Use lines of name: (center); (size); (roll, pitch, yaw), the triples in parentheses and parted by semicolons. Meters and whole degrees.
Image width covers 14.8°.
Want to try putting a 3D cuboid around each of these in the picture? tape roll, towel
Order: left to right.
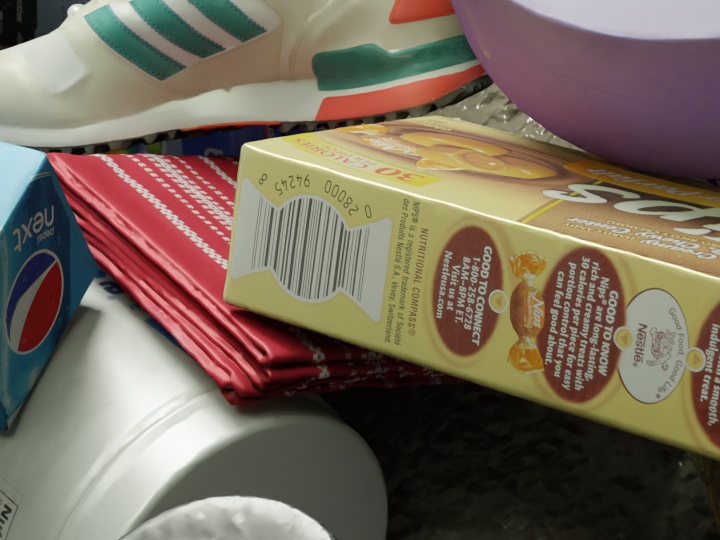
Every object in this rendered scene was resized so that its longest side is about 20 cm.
towel: (0.000, 0.000, 0.946); (0.199, 0.023, 0.145); (0, 30, -41)
tape roll: (0.114, -0.136, 0.868); (0.198, 0.085, 0.201); (-7, 62, 13)

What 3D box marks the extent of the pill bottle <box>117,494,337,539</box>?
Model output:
pill bottle: (-0.011, 0.154, 0.773); (0.111, 0.201, 0.112); (-11, 47, 13)

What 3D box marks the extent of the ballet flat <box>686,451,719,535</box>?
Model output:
ballet flat: (0.140, 0.059, 0.886); (0.070, 0.071, 0.201); (-14, 47, 10)

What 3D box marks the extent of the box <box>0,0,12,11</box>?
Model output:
box: (-0.135, -0.190, 1.017); (0.200, 0.050, 0.158); (-40, 54, 23)

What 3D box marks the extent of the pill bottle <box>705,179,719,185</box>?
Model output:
pill bottle: (0.174, -0.064, 0.946); (0.120, 0.120, 0.200); (-40, 47, -14)

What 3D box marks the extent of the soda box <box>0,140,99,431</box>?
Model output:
soda box: (-0.189, -0.016, 0.893); (0.199, 0.064, 0.068); (15, 60, 23)

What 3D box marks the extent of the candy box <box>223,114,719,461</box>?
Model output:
candy box: (0.071, 0.002, 0.841); (0.199, 0.056, 0.115); (17, 18, 32)

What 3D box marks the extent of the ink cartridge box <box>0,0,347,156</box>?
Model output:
ink cartridge box: (-0.091, -0.075, 1.063); (0.199, 0.120, 0.042); (13, 31, 29)

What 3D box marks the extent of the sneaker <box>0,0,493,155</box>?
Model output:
sneaker: (-0.054, -0.094, 0.968); (0.198, 0.094, 0.070); (-4, 9, 17)

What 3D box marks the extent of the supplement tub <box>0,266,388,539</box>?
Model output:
supplement tub: (-0.099, 0.058, 0.942); (0.132, 0.132, 0.200); (-42, 48, -17)
